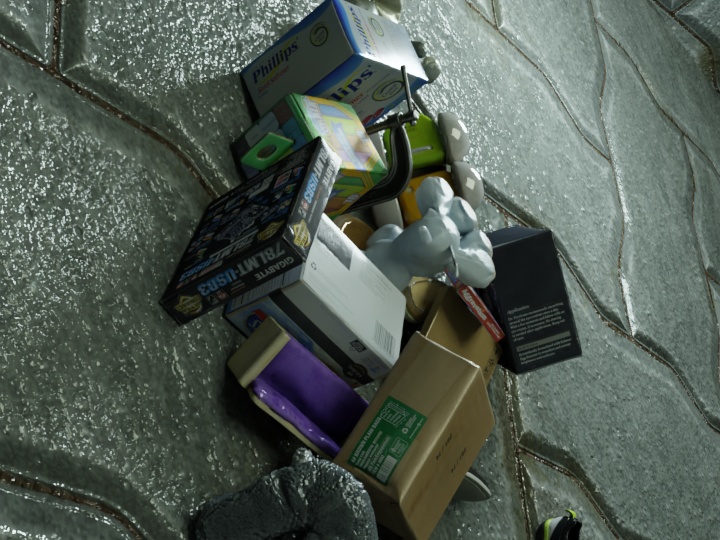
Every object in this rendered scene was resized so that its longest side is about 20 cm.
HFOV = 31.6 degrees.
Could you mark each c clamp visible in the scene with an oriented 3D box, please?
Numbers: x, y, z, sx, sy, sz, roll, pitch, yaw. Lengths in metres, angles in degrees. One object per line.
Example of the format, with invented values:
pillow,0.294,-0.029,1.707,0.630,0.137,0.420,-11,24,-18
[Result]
c clamp,0.006,-0.171,1.793,0.027,0.198,0.173,5,68,-55

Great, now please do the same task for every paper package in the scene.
paper package,0.070,0.210,1.560,0.201,0.103,0.191,-56,154,-19

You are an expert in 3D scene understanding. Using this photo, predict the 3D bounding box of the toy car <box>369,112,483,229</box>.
toy car,0.092,-0.141,1.987,0.150,0.172,0.203,86,-10,-73

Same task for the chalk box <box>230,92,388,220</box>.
chalk box,-0.079,-0.150,1.708,0.199,0.124,0.125,-3,61,-58

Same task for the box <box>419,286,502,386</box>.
box,0.126,0.151,1.855,0.164,0.021,0.202,47,59,-35

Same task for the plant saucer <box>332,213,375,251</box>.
plant saucer,0.000,0.000,1.833,0.200,0.035,0.202,38,40,-41

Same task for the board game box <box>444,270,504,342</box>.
board game box,0.158,0.028,1.905,0.103,0.019,0.200,50,6,-21

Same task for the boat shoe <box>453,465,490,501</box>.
boat shoe,0.115,0.268,1.797,0.199,0.073,0.061,33,47,-31

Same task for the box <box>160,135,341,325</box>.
box,-0.127,-0.047,1.501,0.050,0.199,0.200,46,34,-25

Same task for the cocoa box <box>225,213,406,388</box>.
cocoa box,-0.054,0.045,1.618,0.200,0.130,0.135,45,36,-32

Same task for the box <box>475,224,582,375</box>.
box,0.246,0.041,2.001,0.197,0.116,0.203,-156,-129,-81

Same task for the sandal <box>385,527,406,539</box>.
sandal,0.035,0.270,1.680,0.054,0.082,0.203,10,66,-30

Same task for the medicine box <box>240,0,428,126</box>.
medicine box,-0.035,-0.278,1.815,0.199,0.181,0.104,5,55,-56

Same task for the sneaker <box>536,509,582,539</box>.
sneaker,0.330,0.474,1.978,0.071,0.082,0.203,17,55,-52

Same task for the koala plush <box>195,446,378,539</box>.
koala plush,-0.052,0.287,1.433,0.178,0.183,0.200,55,9,7

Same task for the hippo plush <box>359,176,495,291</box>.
hippo plush,0.085,-0.011,1.778,0.160,0.160,0.201,47,27,-18

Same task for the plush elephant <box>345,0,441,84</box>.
plush elephant,0.012,-0.356,1.989,0.156,0.163,0.200,64,-1,-30

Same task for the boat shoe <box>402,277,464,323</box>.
boat shoe,0.112,0.040,1.904,0.200,0.075,0.073,4,79,-68

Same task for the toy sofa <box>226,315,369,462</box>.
toy sofa,-0.061,0.154,1.543,0.200,0.083,0.098,44,-1,-33
